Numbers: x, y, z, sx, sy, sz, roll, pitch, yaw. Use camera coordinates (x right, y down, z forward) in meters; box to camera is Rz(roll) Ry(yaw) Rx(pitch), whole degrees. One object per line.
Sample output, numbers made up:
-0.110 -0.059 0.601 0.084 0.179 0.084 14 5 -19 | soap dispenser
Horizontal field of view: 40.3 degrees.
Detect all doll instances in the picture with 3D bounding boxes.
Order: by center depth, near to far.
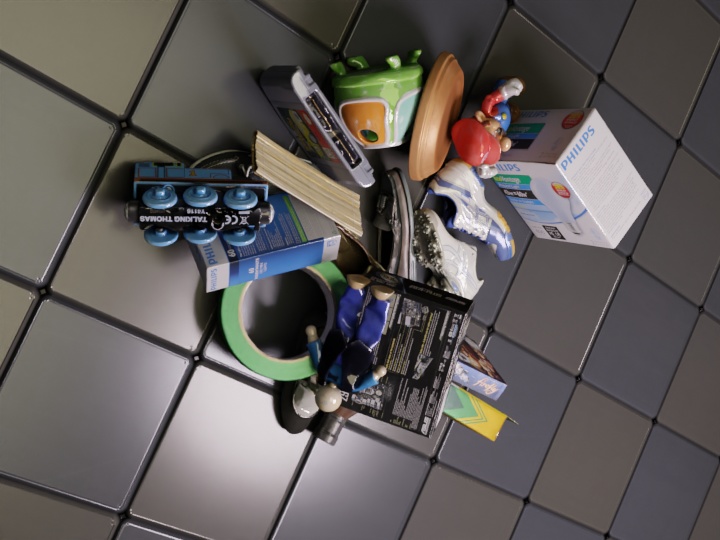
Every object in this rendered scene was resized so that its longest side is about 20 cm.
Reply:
-0.021 0.109 1.408 0.048 0.135 0.202 -15 126 -68 | doll

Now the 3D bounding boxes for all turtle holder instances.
0.032 -0.260 1.488 0.139 0.186 0.133 -8 105 5 | turtle holder

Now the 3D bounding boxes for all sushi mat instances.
-0.074 -0.124 1.398 0.199 0.096 0.012 30 126 -32 | sushi mat

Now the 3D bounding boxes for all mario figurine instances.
0.225 -0.228 1.578 0.124 0.105 0.200 58 43 -22 | mario figurine

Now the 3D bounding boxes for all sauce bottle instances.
-0.012 0.183 1.567 0.064 0.065 0.201 33 80 -31 | sauce bottle

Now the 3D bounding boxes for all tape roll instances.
-0.111 0.062 1.456 0.198 0.048 0.203 1 87 -15 | tape roll

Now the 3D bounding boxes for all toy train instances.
-0.218 -0.093 1.331 0.198 0.115 0.087 -1 126 -11 | toy train

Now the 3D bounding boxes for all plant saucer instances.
0.121 -0.234 1.515 0.037 0.200 0.202 17 89 12 | plant saucer

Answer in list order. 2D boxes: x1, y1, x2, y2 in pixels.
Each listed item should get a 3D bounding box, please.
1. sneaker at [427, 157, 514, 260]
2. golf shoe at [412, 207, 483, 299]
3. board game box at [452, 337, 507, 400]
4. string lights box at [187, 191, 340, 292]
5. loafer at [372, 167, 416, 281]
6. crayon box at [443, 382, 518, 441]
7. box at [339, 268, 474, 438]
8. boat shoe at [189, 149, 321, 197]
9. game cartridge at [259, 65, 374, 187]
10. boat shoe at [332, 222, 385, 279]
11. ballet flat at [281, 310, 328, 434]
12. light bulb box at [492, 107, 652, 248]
0.182 -0.088 1.643 0.088 0.075 0.201 -38 108 -11 | sneaker
0.145 -0.031 1.624 0.097 0.078 0.201 -37 125 -23 | golf shoe
0.137 0.129 1.607 0.199 0.136 0.035 28 107 -32 | board game box
-0.140 -0.048 1.402 0.198 0.103 0.059 -14 147 -19 | string lights box
0.049 -0.061 1.561 0.062 0.072 0.202 -13 109 -16 | loafer
0.155 0.220 1.639 0.199 0.127 0.051 32 83 -31 | crayon box
0.063 0.121 1.459 0.162 0.086 0.202 17 104 11 | box
-0.151 -0.139 1.427 0.198 0.060 0.076 -11 104 -30 | boat shoe
-0.066 -0.207 1.424 0.041 0.133 0.201 -41 116 -11 | game cartridge
-0.005 0.004 1.518 0.074 0.075 0.203 -37 108 1 | boat shoe
-0.078 0.162 1.520 0.067 0.068 0.202 8 95 -32 | ballet flat
0.342 -0.157 1.646 0.200 0.198 0.125 47 72 -28 | light bulb box
